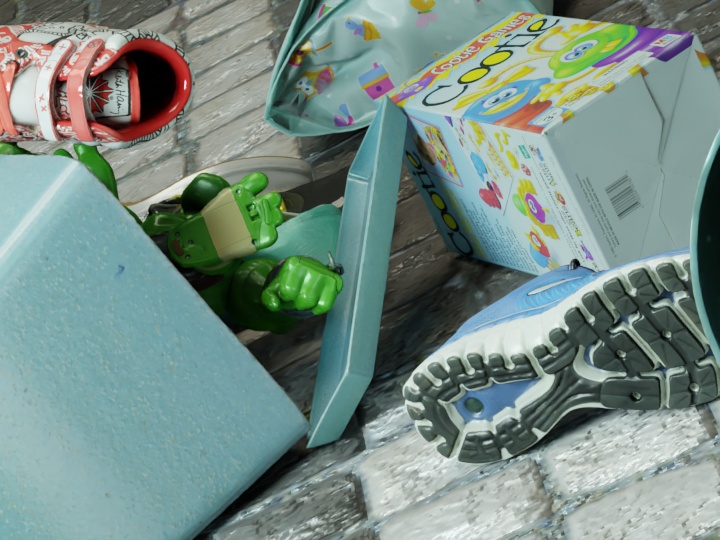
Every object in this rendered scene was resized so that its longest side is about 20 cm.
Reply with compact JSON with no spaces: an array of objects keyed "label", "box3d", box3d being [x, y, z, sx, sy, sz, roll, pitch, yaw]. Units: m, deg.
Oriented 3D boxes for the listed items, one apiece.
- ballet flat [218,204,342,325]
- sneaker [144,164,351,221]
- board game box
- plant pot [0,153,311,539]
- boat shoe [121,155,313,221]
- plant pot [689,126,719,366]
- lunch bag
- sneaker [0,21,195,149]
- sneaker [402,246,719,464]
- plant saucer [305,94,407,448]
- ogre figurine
[{"label":"ballet flat","box3d":[-0.094,0.005,1.660,0.199,0.071,0.067,-14,-21,5]},{"label":"sneaker","box3d":[-0.080,-0.014,1.717,0.200,0.085,0.074,-32,20,-9]},{"label":"board game box","box3d":[0.110,-0.066,1.559,0.103,0.105,0.200,-34,21,-17]},{"label":"plant pot","box3d":[-0.190,0.078,1.492,0.200,0.196,0.196,-49,26,-20]},{"label":"boat shoe","box3d":[-0.111,-0.011,1.791,0.200,0.071,0.069,-20,60,-19]},{"label":"plant pot","box3d":[0.231,-0.025,1.177,0.200,0.201,0.161,-25,9,10]},{"label":"lunch bag","box3d":[0.026,-0.178,1.940,0.200,0.122,0.170,-30,20,21]},{"label":"sneaker","box3d":[-0.182,-0.093,1.474,0.201,0.067,0.108,-7,10,-35]},{"label":"sneaker","box3d":[0.115,0.022,1.372,0.200,0.079,0.089,-18,24,28]},{"label":"plant saucer","box3d":[0.000,0.000,1.537,0.070,0.019,0.200,116,168,-46]},{"label":"ogre figurine","box3d":[-0.103,-0.012,1.567,0.199,0.098,0.120,1,-16,5]}]
